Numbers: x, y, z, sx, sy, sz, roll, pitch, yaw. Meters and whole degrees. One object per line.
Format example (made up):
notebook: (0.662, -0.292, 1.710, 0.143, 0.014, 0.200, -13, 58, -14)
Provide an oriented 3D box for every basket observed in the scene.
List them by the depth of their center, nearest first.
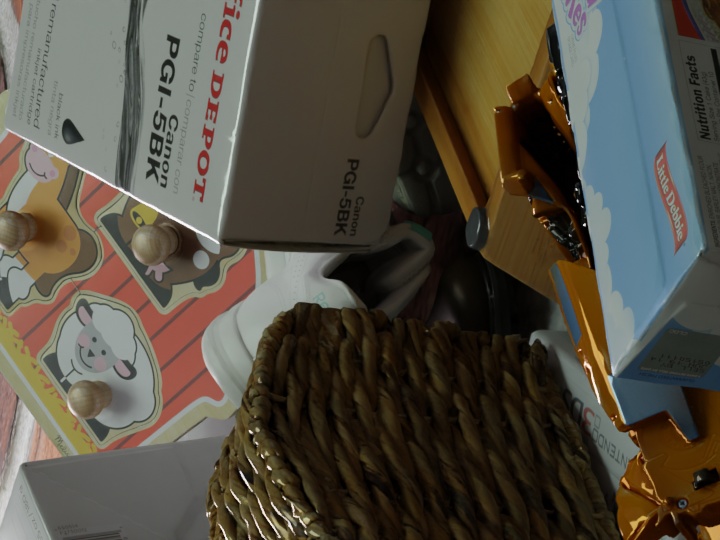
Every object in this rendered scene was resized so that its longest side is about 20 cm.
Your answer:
basket: (0.007, 0.125, 1.005, 0.200, 0.143, 0.149, -108, 31, -56)

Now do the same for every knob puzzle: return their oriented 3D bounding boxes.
knob puzzle: (-0.121, -0.009, 1.275, 0.030, 0.219, 0.220, -20, -53, -60)

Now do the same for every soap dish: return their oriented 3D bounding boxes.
soap dish: (0.080, -0.098, 1.043, 0.200, 0.081, 0.157, -109, 31, -53)

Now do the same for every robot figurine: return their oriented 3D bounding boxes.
robot figurine: (0.097, 0.012, 0.875, 0.145, 0.058, 0.200, 48, -158, -54)

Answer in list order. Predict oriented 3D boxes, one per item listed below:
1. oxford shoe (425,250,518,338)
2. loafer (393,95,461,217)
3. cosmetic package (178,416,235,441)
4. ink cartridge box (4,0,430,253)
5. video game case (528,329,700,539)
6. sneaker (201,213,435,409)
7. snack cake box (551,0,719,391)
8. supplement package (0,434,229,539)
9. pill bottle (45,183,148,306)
oxford shoe: (0.018, 0.076, 1.173, 0.073, 0.084, 0.200, -107, 31, -57)
loafer: (0.012, -0.123, 1.215, 0.070, 0.070, 0.200, -139, 38, -70)
cosmetic package: (-0.037, 0.071, 1.356, 0.200, 0.090, 0.107, -143, 62, -67)
ink cartridge box: (-0.066, -0.104, 1.134, 0.200, 0.083, 0.147, 26, 110, 52)
video game case: (0.084, 0.142, 1.029, 0.182, 0.024, 0.200, -136, 55, -70)
sneaker: (0.000, 0.000, 1.175, 0.088, 0.075, 0.200, -37, 10, 24)
snack cake box: (0.127, -0.059, 0.814, 0.067, 0.115, 0.200, 118, 153, -49)
supplement package: (-0.109, 0.191, 1.233, 0.121, 0.120, 0.200, 60, 143, 36)
pill bottle: (-0.072, -0.061, 1.330, 0.200, 0.120, 0.120, -46, 30, 15)
